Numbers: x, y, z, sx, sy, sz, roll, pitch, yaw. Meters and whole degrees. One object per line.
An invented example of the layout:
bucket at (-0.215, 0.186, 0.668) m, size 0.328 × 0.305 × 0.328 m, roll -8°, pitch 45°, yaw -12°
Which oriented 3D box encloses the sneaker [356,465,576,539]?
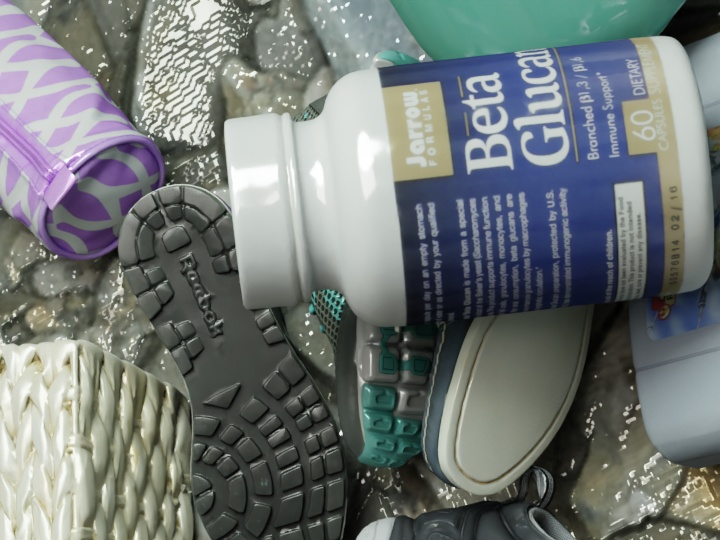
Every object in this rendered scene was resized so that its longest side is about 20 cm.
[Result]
sneaker at (0.070, 0.183, 1.188) m, size 0.113 × 0.075 × 0.201 m, roll -28°, pitch 61°, yaw 20°

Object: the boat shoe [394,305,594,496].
boat shoe at (0.065, 0.009, 1.243) m, size 0.062 × 0.075 × 0.201 m, roll -1°, pitch 65°, yaw 43°

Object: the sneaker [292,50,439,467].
sneaker at (0.000, 0.000, 1.297) m, size 0.091 × 0.077 × 0.201 m, roll -17°, pitch 63°, yaw 39°

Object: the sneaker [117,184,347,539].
sneaker at (-0.051, 0.053, 1.302) m, size 0.075 × 0.088 × 0.201 m, roll -17°, pitch 91°, yaw 7°

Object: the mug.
mug at (0.096, -0.165, 1.245) m, size 0.185 × 0.115 × 0.152 m, roll -37°, pitch 29°, yaw -9°

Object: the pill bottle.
pill bottle at (0.044, -0.035, 1.159) m, size 0.199 × 0.111 × 0.112 m, roll -7°, pitch 69°, yaw -2°

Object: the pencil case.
pencil case at (-0.187, -0.089, 1.401) m, size 0.200 × 0.085 × 0.084 m, roll 40°, pitch 93°, yaw 30°

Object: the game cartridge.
game cartridge at (0.175, -0.018, 1.193) m, size 0.133 × 0.041 × 0.201 m, roll -16°, pitch 61°, yaw 43°

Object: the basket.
basket at (-0.157, 0.138, 1.286) m, size 0.123 × 0.135 × 0.201 m, roll -11°, pitch 70°, yaw 21°
